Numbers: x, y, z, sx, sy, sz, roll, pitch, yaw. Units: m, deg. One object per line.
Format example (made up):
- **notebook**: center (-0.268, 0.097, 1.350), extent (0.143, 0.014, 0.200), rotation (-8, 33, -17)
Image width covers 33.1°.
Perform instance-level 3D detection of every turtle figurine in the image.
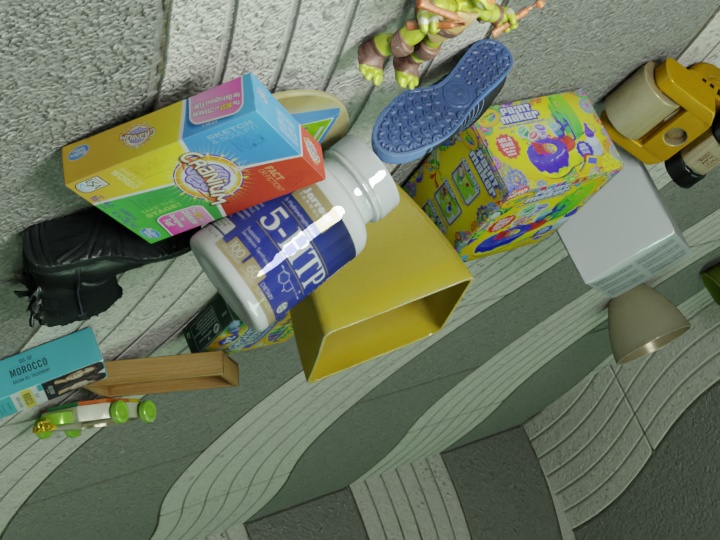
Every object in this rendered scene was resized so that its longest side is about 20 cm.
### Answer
- **turtle figurine**: center (0.069, -0.230, 1.124), extent (0.160, 0.065, 0.199), rotation (-30, 173, 40)

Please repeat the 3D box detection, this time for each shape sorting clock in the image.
- **shape sorting clock**: center (-0.105, -0.125, 1.228), extent (0.198, 0.040, 0.200), rotation (-25, 164, -7)

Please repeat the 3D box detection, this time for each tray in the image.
- **tray**: center (-0.276, 0.145, 1.689), extent (0.196, 0.038, 0.099), rotation (-5, 165, 7)

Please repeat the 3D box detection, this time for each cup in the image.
- **cup**: center (0.674, 0.119, 2.914), extent (0.198, 0.145, 0.201), rotation (-23, 163, -7)

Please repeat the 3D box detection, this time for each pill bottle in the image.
- **pill bottle**: center (-0.063, -0.044, 1.231), extent (0.199, 0.120, 0.120), rotation (-39, 166, -12)

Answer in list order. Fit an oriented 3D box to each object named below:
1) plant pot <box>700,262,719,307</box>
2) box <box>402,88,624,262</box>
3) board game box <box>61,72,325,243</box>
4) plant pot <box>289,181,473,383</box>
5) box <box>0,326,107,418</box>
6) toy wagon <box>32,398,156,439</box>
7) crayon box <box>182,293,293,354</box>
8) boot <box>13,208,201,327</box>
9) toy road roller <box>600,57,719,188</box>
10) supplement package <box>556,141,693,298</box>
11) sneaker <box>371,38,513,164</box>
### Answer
- **plant pot**: center (1.002, 0.026, 3.078), extent (0.192, 0.201, 0.200), rotation (-38, 163, 2)
- **box**: center (0.188, -0.116, 1.541), extent (0.198, 0.123, 0.193), rotation (-15, 159, -32)
- **board game box**: center (-0.152, -0.099, 1.127), extent (0.197, 0.041, 0.153), rotation (-19, 154, 17)
- **plant pot**: center (0.000, 0.000, 1.518), extent (0.197, 0.178, 0.200), rotation (-19, 163, -16)
- **box**: center (-0.425, 0.140, 1.544), extent (0.197, 0.050, 0.082), rotation (-21, 163, -14)
- **toy wagon**: center (-0.400, 0.214, 1.764), extent (0.153, 0.040, 0.199), rotation (-14, 168, 23)
- **crayon box**: center (-0.138, 0.064, 1.732), extent (0.198, 0.052, 0.126), rotation (-11, 158, -42)
- **boot**: center (-0.271, -0.004, 1.295), extent (0.195, 0.074, 0.163), rotation (-12, 158, -17)
- **toy road roller**: center (0.424, -0.221, 1.625), extent (0.198, 0.148, 0.123), rotation (29, 137, -22)
- **supplement package**: center (0.366, -0.085, 1.768), extent (0.146, 0.193, 0.200), rotation (-31, 162, 16)
- **sneaker**: center (0.083, -0.162, 1.271), extent (0.199, 0.070, 0.078), rotation (-38, 166, -26)
